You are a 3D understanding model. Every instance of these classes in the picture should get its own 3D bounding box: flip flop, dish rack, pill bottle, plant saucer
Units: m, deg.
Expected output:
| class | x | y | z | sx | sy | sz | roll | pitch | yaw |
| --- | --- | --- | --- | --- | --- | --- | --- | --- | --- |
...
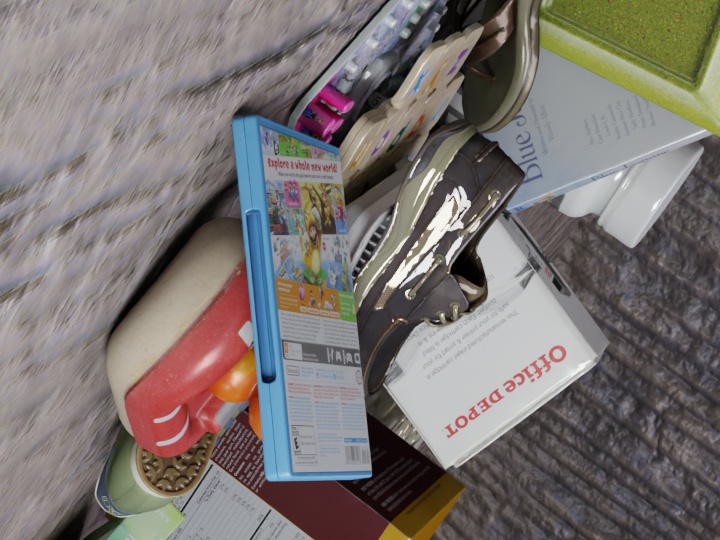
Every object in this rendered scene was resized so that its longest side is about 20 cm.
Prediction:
| class | x | y | z | sx | sy | sz | roll | pitch | yaw |
| --- | --- | --- | --- | --- | --- | --- | --- | --- | --- |
| flip flop | 0.093 | -0.184 | 1.541 | 0.057 | 0.081 | 0.201 | -5 | 137 | -18 |
| dish rack | 0.000 | 0.000 | 1.505 | 0.173 | 0.043 | 0.200 | -65 | 168 | 26 |
| pill bottle | 0.153 | -0.113 | 1.690 | 0.113 | 0.199 | 0.113 | -52 | 172 | -10 |
| plant saucer | 0.206 | -0.213 | 1.513 | 0.048 | 0.199 | 0.202 | -13 | 127 | -55 |

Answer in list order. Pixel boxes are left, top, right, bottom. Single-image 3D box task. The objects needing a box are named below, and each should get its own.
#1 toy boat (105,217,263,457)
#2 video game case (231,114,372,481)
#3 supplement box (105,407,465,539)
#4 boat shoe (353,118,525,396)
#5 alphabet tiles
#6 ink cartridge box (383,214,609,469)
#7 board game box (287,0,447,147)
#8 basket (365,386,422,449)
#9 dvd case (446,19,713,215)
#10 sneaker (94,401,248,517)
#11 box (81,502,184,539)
| class | x | y | z | sx | sy | sz | roll | pitch | yaw |
| --- | --- | --- | --- | --- | --- | --- | --- | --- | --- |
| toy boat | -0.073 | 0.060 | 1.344 | 0.131 | 0.130 | 0.200 | -52 | 169 | -15 |
| video game case | -0.032 | 0.020 | 1.283 | 0.143 | 0.018 | 0.202 | 14 | 69 | -70 |
| supplement box | -0.053 | 0.175 | 1.697 | 0.133 | 0.199 | 0.197 | -55 | 172 | 13 |
| boat shoe | 0.043 | 0.003 | 1.413 | 0.074 | 0.073 | 0.201 | -37 | 154 | -59 |
| alphabet tiles | 0.012 | -0.080 | 1.490 | 0.196 | 0.015 | 0.200 | -58 | 171 | 24 |
| ink cartridge box | 0.070 | 0.023 | 1.664 | 0.146 | 0.201 | 0.083 | -37 | 177 | 15 |
| board game box | 0.008 | -0.114 | 1.473 | 0.200 | 0.026 | 0.200 | -50 | 171 | -27 |
| basket | -0.026 | 0.127 | 1.912 | 0.200 | 0.135 | 0.124 | -47 | 166 | -37 |
| dvd case | 0.170 | -0.141 | 1.594 | 0.199 | 0.144 | 0.018 | -22 | 167 | 20 |
| sneaker | -0.117 | 0.090 | 1.504 | 0.090 | 0.067 | 0.201 | -36 | -165 | 46 |
| box | -0.215 | 0.243 | 1.520 | 0.200 | 0.036 | 0.144 | -50 | -174 | -35 |
